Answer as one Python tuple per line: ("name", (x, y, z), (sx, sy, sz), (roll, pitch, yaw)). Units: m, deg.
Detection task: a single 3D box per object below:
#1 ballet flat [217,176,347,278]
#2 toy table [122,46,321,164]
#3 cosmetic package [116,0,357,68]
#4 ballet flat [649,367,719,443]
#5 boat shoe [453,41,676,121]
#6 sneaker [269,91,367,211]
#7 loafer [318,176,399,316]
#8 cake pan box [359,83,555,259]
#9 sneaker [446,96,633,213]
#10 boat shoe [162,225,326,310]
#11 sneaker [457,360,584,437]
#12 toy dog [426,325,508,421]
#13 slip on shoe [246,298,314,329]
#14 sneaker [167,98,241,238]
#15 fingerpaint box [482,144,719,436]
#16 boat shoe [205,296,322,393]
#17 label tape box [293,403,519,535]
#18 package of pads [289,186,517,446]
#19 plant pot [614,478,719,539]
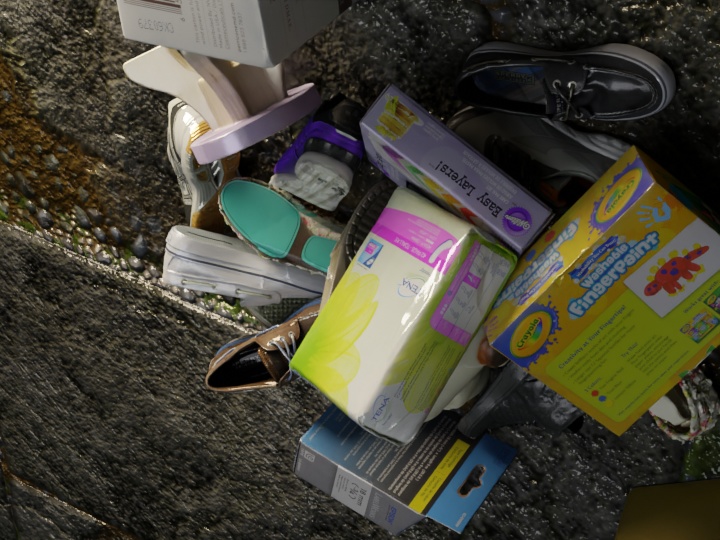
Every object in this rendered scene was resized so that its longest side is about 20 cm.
("ballet flat", (-0.058, -0.032, 1.604), (0.199, 0.064, 0.076), (30, 92, 8))
("toy table", (-0.120, -0.182, 1.460), (0.183, 0.200, 0.118), (-25, 101, 2))
("cosmetic package", (-0.098, -0.301, 1.331), (0.164, 0.200, 0.166), (16, 131, 29))
("ballet flat", (0.264, 0.078, 1.446), (0.200, 0.064, 0.076), (47, 133, -3))
("boat shoe", (0.171, -0.159, 1.337), (0.199, 0.066, 0.070), (14, 130, 29))
("sneaker", (-0.030, -0.122, 1.518), (0.069, 0.100, 0.200), (25, 170, -12))
("loafer", (0.000, 0.000, 1.528), (0.075, 0.201, 0.068), (27, 171, -13))
("cake pan box", (0.086, -0.080, 1.406), (0.184, 0.052, 0.200), (41, 177, 4))
("sneaker", (0.160, -0.098, 1.385), (0.199, 0.079, 0.074), (21, 134, 25))
("boat shoe", (-0.113, 0.007, 1.640), (0.199, 0.074, 0.067), (16, 106, -5))
("sneaker", (0.180, 0.138, 1.570), (0.104, 0.060, 0.200), (39, 137, 6))
("toy dog", (0.078, 0.059, 1.496), (0.140, 0.194, 0.200), (50, 147, 6))
("slip on shoe", (-0.071, 0.048, 1.691), (0.200, 0.074, 0.061), (46, 170, 5))
("sneaker", (-0.164, -0.107, 1.648), (0.088, 0.075, 0.201), (54, 156, 34))
("fingerpaint box", (0.229, 0.020, 1.331), (0.166, 0.074, 0.200), (34, 112, -24))
("boat shoe", (-0.076, 0.089, 1.618), (0.199, 0.072, 0.073), (-26, 99, 27))
("label tape box", (0.049, 0.207, 1.663), (0.199, 0.144, 0.064), (29, 136, 16))
("package of pads", (0.037, 0.039, 1.362), (0.068, 0.201, 0.154), (30, -178, -32))
("plant pot", (0.352, 0.339, 1.511), (0.199, 0.176, 0.201), (-15, 113, 43))
